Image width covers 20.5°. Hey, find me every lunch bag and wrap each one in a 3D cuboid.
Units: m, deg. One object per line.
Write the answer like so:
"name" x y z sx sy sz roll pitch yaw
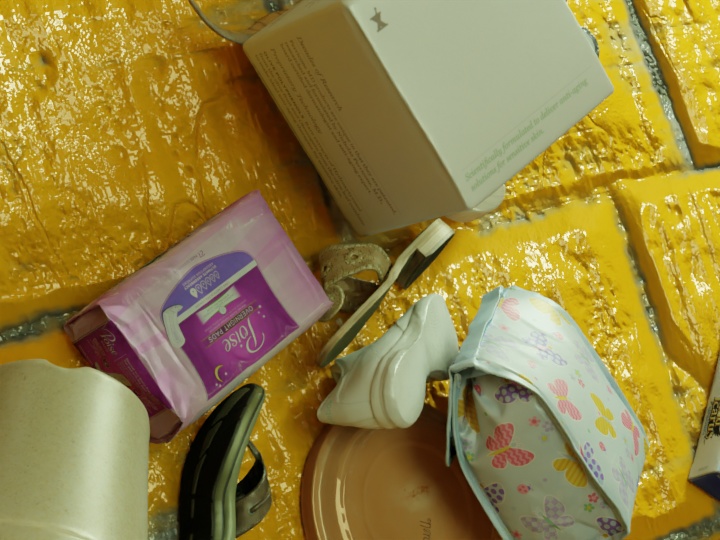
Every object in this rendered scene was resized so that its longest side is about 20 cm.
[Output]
"lunch bag" 0.144 0.126 1.681 0.200 0.127 0.170 58 23 -14

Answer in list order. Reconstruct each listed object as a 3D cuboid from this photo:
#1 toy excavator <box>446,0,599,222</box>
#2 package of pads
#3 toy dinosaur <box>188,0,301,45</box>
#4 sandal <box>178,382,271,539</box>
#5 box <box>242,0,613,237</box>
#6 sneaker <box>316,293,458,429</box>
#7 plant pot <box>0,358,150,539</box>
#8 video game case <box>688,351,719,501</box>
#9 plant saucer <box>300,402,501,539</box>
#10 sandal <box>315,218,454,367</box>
"toy excavator" 0.120 -0.161 1.828 0.200 0.100 0.195 -25 88 -27
"package of pads" -0.122 0.035 1.568 0.200 0.076 0.121 -39 96 -40
"toy dinosaur" -0.071 -0.200 1.717 0.106 0.060 0.200 54 39 7
"sandal" -0.101 0.186 1.531 0.057 0.080 0.201 16 74 -27
"box" 0.057 -0.168 1.648 0.199 0.171 0.200 -39 103 -30
"sneaker" 0.021 0.076 1.670 0.200 0.088 0.075 -43 118 -63
"plant pot" -0.223 0.170 1.382 0.200 0.200 0.184 28 48 -27
"video game case" 0.423 0.172 1.957 0.200 0.045 0.182 34 55 -23
"plant saucer" 0.040 0.202 1.662 0.200 0.032 0.201 13 67 -33
"sandal" -0.002 0.003 1.689 0.070 0.078 0.212 41 45 7
